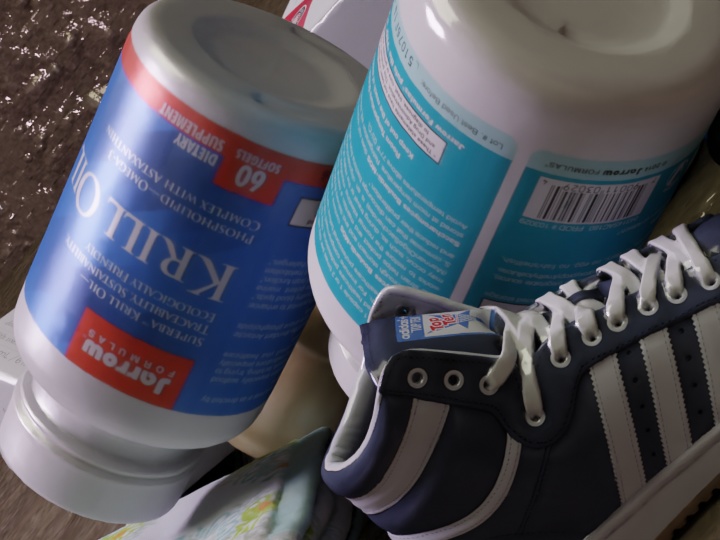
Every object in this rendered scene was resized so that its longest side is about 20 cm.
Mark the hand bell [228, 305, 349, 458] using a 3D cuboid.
[{"bbox_3d":[0.000,0.000,0.877,0.104,0.104,0.200,-61,5,-33],"label":"hand bell"}]

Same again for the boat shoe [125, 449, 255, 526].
[{"bbox_3d":[-0.087,0.101,1.061,0.062,0.075,0.200,-51,14,17],"label":"boat shoe"}]

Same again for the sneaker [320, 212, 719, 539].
[{"bbox_3d":[0.073,0.017,0.628,0.200,0.108,0.070,-50,13,12],"label":"sneaker"}]

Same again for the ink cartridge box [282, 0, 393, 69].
[{"bbox_3d":[0.073,-0.134,0.957,0.200,0.145,0.145,-44,15,34],"label":"ink cartridge box"}]

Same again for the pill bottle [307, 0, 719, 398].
[{"bbox_3d":[0.046,-0.028,0.712,0.200,0.111,0.111,113,-178,-47],"label":"pill bottle"}]

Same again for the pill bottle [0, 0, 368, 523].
[{"bbox_3d":[-0.073,0.001,0.827,0.112,0.112,0.200,-81,15,-65],"label":"pill bottle"}]

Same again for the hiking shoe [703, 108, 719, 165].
[{"bbox_3d":[0.125,-0.092,0.760,0.200,0.087,0.074,-74,7,-66],"label":"hiking shoe"}]

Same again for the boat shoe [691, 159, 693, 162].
[{"bbox_3d":[0.057,0.004,0.841,0.201,0.063,0.074,-55,15,-2],"label":"boat shoe"}]

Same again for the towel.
[{"bbox_3d":[-0.086,0.131,0.838,0.171,0.048,0.200,-24,4,8],"label":"towel"}]

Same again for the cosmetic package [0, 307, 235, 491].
[{"bbox_3d":[-0.084,0.027,1.027,0.113,0.081,0.200,15,46,42],"label":"cosmetic package"}]
